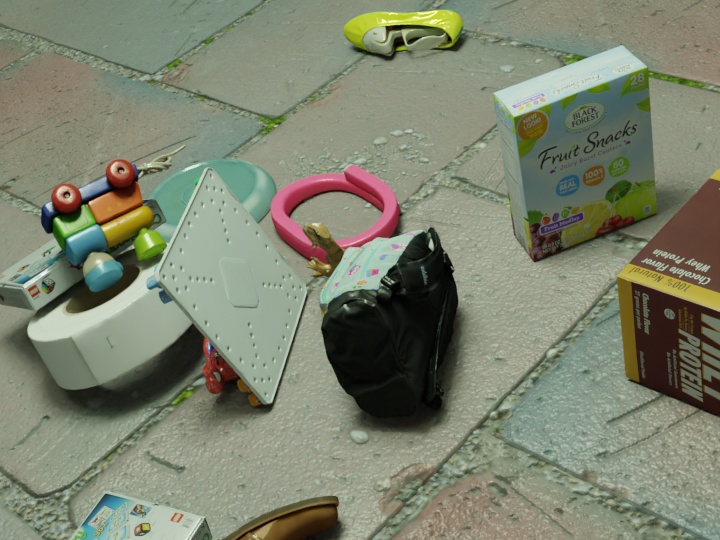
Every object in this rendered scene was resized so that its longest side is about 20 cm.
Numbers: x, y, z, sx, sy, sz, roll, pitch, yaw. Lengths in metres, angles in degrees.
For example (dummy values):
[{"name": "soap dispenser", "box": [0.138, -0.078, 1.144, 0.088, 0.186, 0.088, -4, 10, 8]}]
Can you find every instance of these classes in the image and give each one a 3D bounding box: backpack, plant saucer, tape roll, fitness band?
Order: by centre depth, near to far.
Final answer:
[{"name": "backpack", "box": [0.032, 0.039, 1.264, 0.124, 0.169, 0.201, -5, 31, 22]}, {"name": "tape roll", "box": [-0.286, 0.051, 1.386, 0.199, 0.072, 0.203, -22, 23, 10]}, {"name": "fitness band", "box": [-0.032, -0.074, 1.529, 0.142, 0.038, 0.199, -32, 38, -20]}, {"name": "plant saucer", "box": [-0.214, -0.099, 1.636, 0.196, 0.028, 0.202, -10, 36, 7]}]

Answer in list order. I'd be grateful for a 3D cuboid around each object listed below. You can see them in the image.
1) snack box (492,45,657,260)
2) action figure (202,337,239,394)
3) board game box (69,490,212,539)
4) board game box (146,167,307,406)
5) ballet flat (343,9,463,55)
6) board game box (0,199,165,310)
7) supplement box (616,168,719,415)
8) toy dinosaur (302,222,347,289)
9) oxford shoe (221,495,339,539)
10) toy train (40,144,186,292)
[{"name": "snack box", "box": [0.249, -0.133, 1.363, 0.166, 0.202, 0.068, -21, 36, -7]}, {"name": "action figure", "box": [-0.149, 0.068, 1.376, 0.064, 0.052, 0.202, -12, 39, 18]}, {"name": "board game box", "box": [-0.243, 0.304, 1.116, 0.124, 0.035, 0.201, 8, 42, 27]}, {"name": "board game box", "box": [-0.144, 0.018, 1.321, 0.026, 0.201, 0.201, -23, 30, 28]}, {"name": "ballet flat", "box": [0.063, -0.369, 1.857, 0.196, 0.067, 0.068, -2, 52, 16]}, {"name": "board game box", "box": [-0.348, -0.023, 1.456, 0.199, 0.035, 0.125, -38, 23, -28]}, {"name": "supplement box", "box": [0.389, 0.029, 1.159, 0.195, 0.134, 0.200, 21, 49, 39]}, {"name": "toy dinosaur", "box": [0.000, 0.000, 1.383, 0.105, 0.198, 0.061, -27, 59, 37]}, {"name": "oxford shoe", "box": [-0.100, 0.271, 1.098, 0.198, 0.072, 0.072, -24, 71, -21]}, {"name": "toy train", "box": [-0.260, -0.065, 1.380, 0.198, 0.085, 0.117, -28, 77, -25]}]
